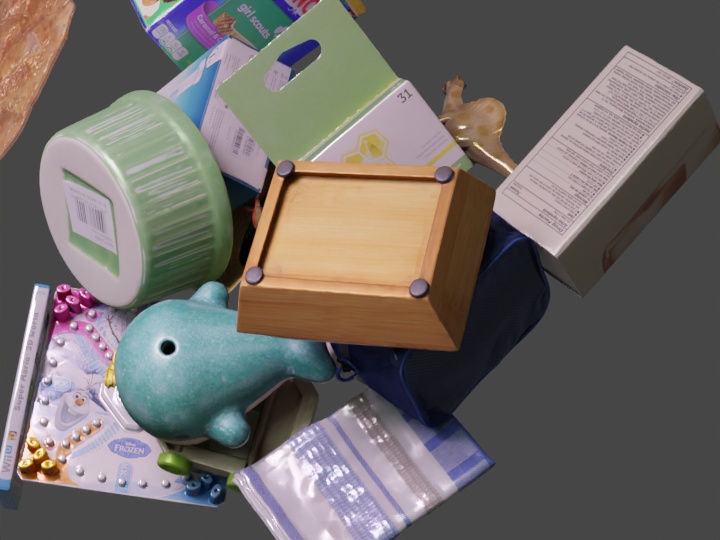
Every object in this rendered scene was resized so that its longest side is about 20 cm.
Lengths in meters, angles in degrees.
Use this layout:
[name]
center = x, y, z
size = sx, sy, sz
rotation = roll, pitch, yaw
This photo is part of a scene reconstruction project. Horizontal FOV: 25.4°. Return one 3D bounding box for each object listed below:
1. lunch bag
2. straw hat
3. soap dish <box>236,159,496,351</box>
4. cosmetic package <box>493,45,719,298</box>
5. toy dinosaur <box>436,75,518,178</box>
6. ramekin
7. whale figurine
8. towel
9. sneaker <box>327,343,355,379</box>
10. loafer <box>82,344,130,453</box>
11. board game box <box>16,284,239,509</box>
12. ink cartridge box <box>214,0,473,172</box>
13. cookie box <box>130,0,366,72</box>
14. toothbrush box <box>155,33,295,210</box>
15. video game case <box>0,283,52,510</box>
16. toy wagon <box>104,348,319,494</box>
[lunch bag]
center = 0.054, 0.030, 1.419
size = 0.200, 0.136, 0.132
rotation = -43, 54, -15
[straw hat]
center = -0.077, -0.040, 1.577
size = 0.201, 0.085, 0.202
rotation = -46, 29, 35
[soap dish]
center = 0.001, -0.017, 1.333
size = 0.198, 0.081, 0.158
rotation = 4, 59, 21
[cosmetic package]
center = 0.220, -0.089, 1.444
size = 0.200, 0.087, 0.103
rotation = -47, 52, -4
[toy dinosaur]
center = 0.104, -0.122, 1.549
size = 0.101, 0.058, 0.200
rotation = -36, 51, 4
[ramekin]
center = -0.219, -0.061, 1.522
size = 0.097, 0.202, 0.199
rotation = -25, 40, -35
[whale figurine]
center = -0.125, 0.078, 1.434
size = 0.198, 0.104, 0.160
rotation = -11, 67, 5
[towel]
center = 0.000, 0.178, 1.418
size = 0.199, 0.024, 0.147
rotation = -32, 50, -11
[sneaker]
center = 0.000, 0.000, 1.514
size = 0.075, 0.089, 0.201
rotation = 3, 64, 29
[loafer]
center = -0.252, 0.109, 1.587
size = 0.067, 0.076, 0.201
rotation = -37, 59, 19
[board game box]
center = -0.214, 0.116, 1.537
size = 0.198, 0.026, 0.202
rotation = 8, 65, -2
[ink cartridge box]
center = -0.014, -0.127, 1.443
size = 0.145, 0.200, 0.048
rotation = -39, 15, -1
[cookie box]
center = -0.118, -0.286, 1.701
size = 0.199, 0.171, 0.075
rotation = -35, 53, 6
[toothbrush box]
center = -0.164, -0.128, 1.632
size = 0.200, 0.085, 0.148
rotation = -26, 45, 53
[video game case]
center = -0.331, 0.128, 1.582
size = 0.018, 0.143, 0.202
rotation = 10, 73, -6
[toy wagon]
center = -0.142, 0.119, 1.502
size = 0.198, 0.040, 0.156
rotation = 15, 67, 6
